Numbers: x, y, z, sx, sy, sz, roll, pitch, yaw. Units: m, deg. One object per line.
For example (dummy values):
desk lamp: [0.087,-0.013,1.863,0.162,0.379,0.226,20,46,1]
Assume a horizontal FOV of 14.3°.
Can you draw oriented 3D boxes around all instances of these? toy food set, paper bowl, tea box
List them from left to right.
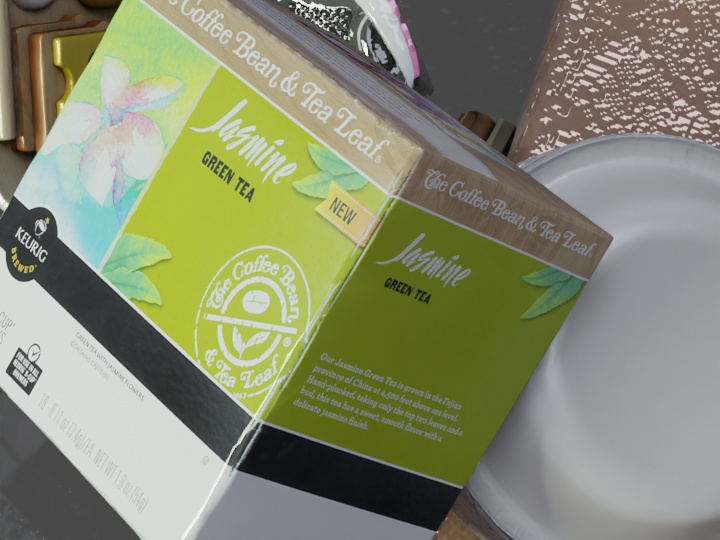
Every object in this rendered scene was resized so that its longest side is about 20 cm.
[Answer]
toy food set: [-0.110,-0.124,1.296,0.060,0.143,0.201,2,99,31]
tea box: [-0.039,0.005,1.198,0.200,0.133,0.197,38,101,43]
paper bowl: [0.123,0.040,1.255,0.200,0.104,0.202,0,88,-13]

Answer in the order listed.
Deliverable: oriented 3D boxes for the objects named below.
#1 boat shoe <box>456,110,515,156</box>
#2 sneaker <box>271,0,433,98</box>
boat shoe: [0.000,0.000,1.322,0.068,0.072,0.200,30,71,10]
sneaker: [-0.046,-0.134,1.385,0.086,0.080,0.200,-40,65,-2]
